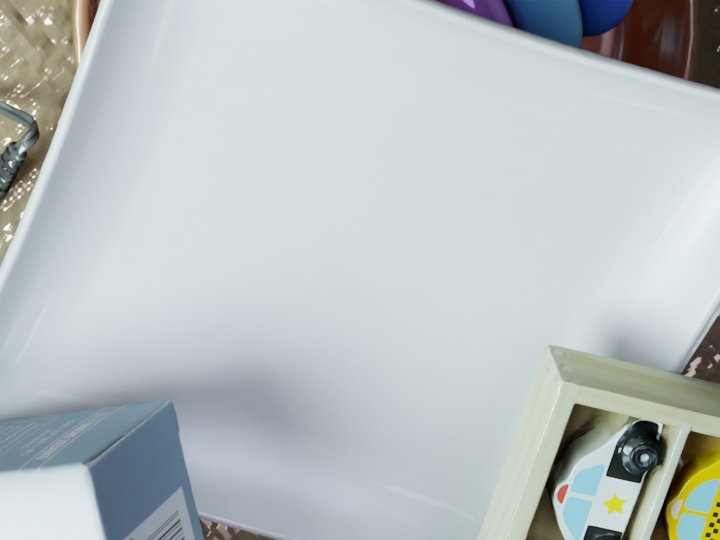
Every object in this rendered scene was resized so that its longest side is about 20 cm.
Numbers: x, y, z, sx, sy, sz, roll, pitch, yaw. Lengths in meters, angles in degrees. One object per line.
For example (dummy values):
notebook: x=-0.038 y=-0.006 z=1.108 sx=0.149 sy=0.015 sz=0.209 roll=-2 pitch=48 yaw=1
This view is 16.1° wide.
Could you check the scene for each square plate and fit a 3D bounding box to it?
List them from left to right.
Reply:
square plate: x=0.000 y=0.000 z=0.727 sx=0.199 sy=0.029 sz=0.199 roll=17 pitch=126 yaw=-14

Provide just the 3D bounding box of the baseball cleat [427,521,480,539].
baseball cleat: x=-0.007 y=0.163 z=0.829 sx=0.200 sy=0.070 sz=0.106 roll=-58 pitch=142 yaw=-13

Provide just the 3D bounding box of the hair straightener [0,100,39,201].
hair straightener: x=-0.194 y=-0.017 z=0.764 sx=0.199 sy=0.041 sz=0.077 roll=-22 pitch=104 yaw=-7

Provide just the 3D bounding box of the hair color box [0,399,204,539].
hair color box: x=-0.142 y=0.102 z=0.738 sx=0.199 sy=0.061 sz=0.099 roll=-8 pitch=103 yaw=22

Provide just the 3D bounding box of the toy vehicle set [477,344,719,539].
toy vehicle set: x=0.085 y=0.128 z=0.762 sx=0.124 sy=0.027 sz=0.201 roll=13 pitch=111 yaw=-12

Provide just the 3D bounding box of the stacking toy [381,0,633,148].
stacking toy: x=0.077 y=-0.116 z=0.756 sx=0.200 sy=0.085 sz=0.086 roll=-33 pitch=105 yaw=-9

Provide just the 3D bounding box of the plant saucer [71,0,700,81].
plant saucer: x=0.008 y=-0.079 z=0.801 sx=0.199 sy=0.032 sz=0.201 roll=-2 pitch=100 yaw=-11
